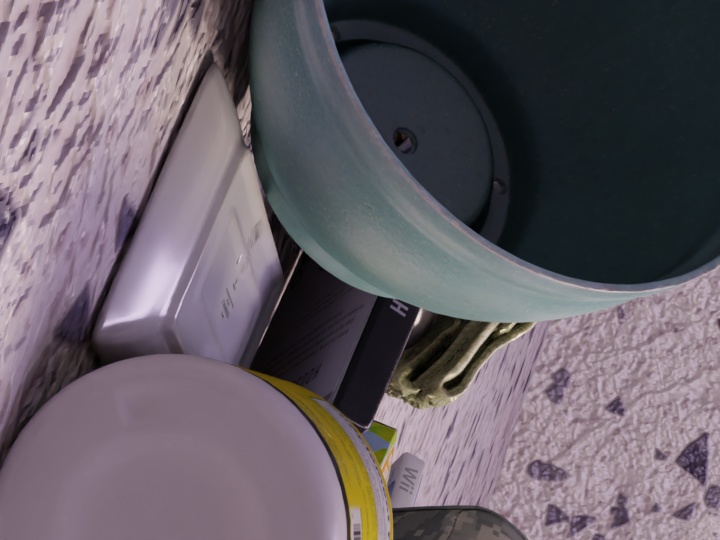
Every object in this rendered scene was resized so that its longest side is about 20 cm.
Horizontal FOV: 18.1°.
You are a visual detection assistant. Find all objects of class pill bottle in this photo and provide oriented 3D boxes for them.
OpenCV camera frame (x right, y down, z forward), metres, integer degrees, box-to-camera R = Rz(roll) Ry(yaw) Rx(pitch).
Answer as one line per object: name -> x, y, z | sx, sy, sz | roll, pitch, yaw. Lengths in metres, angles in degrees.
pill bottle -> -0.049, 0.090, 0.782 | 0.200, 0.113, 0.115 | 40, 70, -81

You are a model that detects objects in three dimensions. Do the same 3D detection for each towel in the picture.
towel -> 0.057, 0.013, 1.172 | 0.148, 0.037, 0.200 | -42, -168, -9

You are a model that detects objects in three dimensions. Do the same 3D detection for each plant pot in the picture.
plant pot -> 0.039, -0.066, 0.820 | 0.134, 0.200, 0.201 | -34, -155, 54

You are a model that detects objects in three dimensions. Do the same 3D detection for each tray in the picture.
tray -> -0.057, 0.008, 0.853 | 0.200, 0.022, 0.108 | 82, 29, -72

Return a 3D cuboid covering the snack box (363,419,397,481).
snack box -> -0.048, 0.186, 1.150 | 0.169, 0.067, 0.201 | 96, 15, -64

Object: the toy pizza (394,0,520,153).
toy pizza -> 0.044, -0.140, 0.987 | 0.201, 0.032, 0.201 | -58, -167, 22

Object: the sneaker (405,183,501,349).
sneaker -> 0.068, -0.046, 1.118 | 0.075, 0.106, 0.202 | -7, -115, 64

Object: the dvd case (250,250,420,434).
dvd case -> 0.000, 0.000, 0.994 | 0.150, 0.025, 0.201 | -37, -153, 59

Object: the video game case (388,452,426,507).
video game case -> -0.024, 0.216, 1.306 | 0.143, 0.018, 0.201 | -49, -163, 47

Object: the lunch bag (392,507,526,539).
lunch bag -> -0.013, 0.203, 0.934 | 0.140, 0.199, 0.168 | 58, 48, -24
